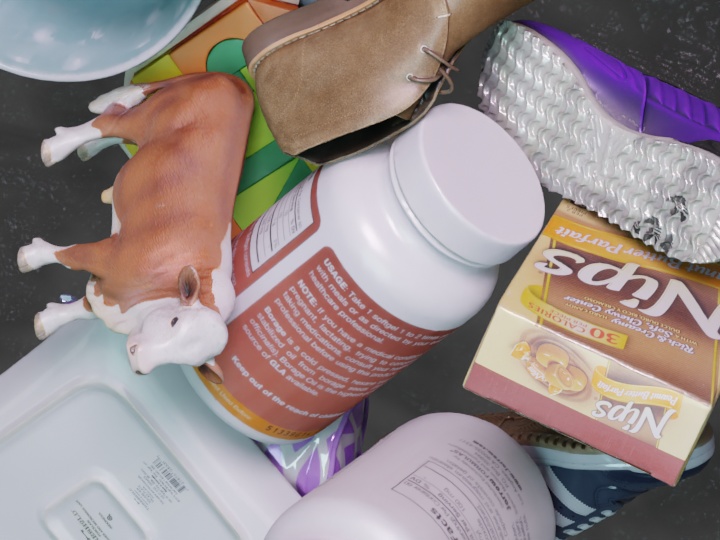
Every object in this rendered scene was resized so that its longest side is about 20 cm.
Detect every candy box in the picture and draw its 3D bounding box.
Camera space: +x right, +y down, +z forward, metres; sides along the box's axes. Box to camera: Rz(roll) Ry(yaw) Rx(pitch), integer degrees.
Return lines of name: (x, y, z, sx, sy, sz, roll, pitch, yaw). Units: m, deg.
candy box: (0.137, 0.021, 1.488, 0.115, 0.200, 0.055, 25, 119, 7)

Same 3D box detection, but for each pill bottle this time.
pill bottle: (0.000, 0.000, 1.535, 0.112, 0.112, 0.200, 48, 127, -6)
pill bottle: (0.011, 0.158, 1.524, 0.114, 0.200, 0.114, 11, 113, 27)

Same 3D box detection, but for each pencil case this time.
pencil case: (-0.092, 0.080, 1.664, 0.200, 0.084, 0.086, 17, 156, 14)

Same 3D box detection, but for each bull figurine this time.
bull figurine: (-0.111, -0.020, 1.527, 0.121, 0.200, 0.065, -2, 142, 19)

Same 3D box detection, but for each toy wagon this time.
toy wagon: (-0.039, -0.098, 1.588, 0.200, 0.040, 0.155, -31, 100, 28)

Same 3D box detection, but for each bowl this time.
bowl: (-0.150, -0.210, 1.539, 0.201, 0.105, 0.201, 7, 114, 16)

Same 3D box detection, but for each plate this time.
plate: (-0.142, 0.137, 1.639, 0.200, 0.032, 0.200, -36, 97, 28)

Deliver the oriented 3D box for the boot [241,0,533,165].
boot: (0.038, -0.115, 1.461, 0.200, 0.074, 0.076, -25, 64, 22)

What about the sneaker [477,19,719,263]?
sneaker: (0.150, -0.067, 1.517, 0.200, 0.099, 0.070, 40, 123, 35)

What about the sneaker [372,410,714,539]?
sneaker: (0.109, 0.135, 1.621, 0.200, 0.070, 0.109, -6, 106, 28)

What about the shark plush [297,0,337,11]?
shark plush: (0.034, -0.198, 1.460, 0.083, 0.091, 0.200, 18, 140, -3)
